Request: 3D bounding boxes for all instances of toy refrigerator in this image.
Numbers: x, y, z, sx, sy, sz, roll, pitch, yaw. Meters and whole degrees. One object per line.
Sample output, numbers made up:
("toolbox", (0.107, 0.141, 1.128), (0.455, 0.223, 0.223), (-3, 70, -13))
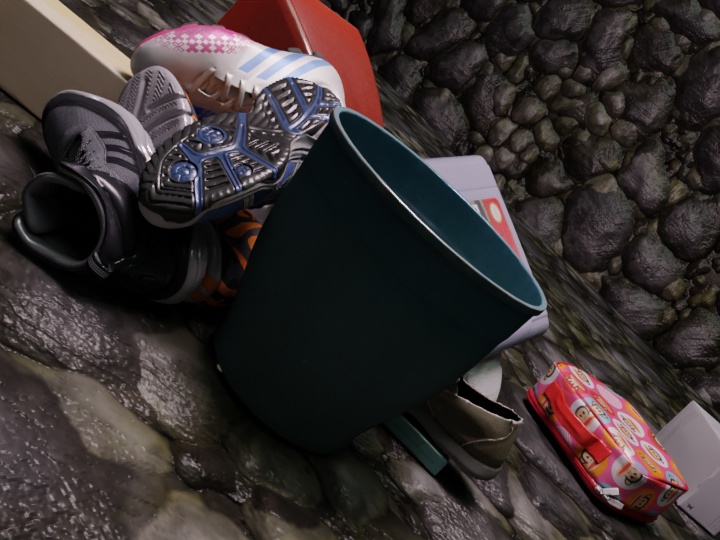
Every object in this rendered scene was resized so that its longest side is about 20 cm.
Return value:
("toy refrigerator", (-0.257, -0.175, 0.698), (0.199, 0.076, 0.070), (39, 16, -10))

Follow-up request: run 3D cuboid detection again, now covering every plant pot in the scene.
("plant pot", (-0.001, 0.021, 0.587), (0.199, 0.188, 0.201), (38, 18, -14))
("plant pot", (-0.084, -0.205, 1.003), (0.199, 0.199, 0.178), (15, 42, -57))

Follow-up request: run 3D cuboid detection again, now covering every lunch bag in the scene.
("lunch bag", (0.300, 0.208, 1.006), (0.175, 0.082, 0.201), (28, 22, -39))

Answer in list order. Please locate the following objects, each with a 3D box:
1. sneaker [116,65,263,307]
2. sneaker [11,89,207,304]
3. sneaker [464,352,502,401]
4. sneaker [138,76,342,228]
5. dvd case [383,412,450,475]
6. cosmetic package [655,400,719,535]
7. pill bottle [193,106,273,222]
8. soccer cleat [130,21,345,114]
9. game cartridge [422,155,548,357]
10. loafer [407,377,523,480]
("sneaker", (-0.135, -0.061, 0.661), (0.112, 0.077, 0.203), (20, 53, -67))
("sneaker", (-0.192, -0.064, 0.560), (0.201, 0.075, 0.113), (51, 16, 21))
("sneaker", (0.081, 0.059, 0.836), (0.075, 0.104, 0.203), (19, 57, -44))
("sneaker", (-0.081, -0.071, 0.586), (0.075, 0.078, 0.200), (34, 41, 16))
("dvd case", (0.046, 0.106, 0.782), (0.146, 0.022, 0.200), (45, 15, 8))
("cosmetic package", (0.537, 0.304, 1.265), (0.081, 0.113, 0.200), (39, 18, -6))
("pill bottle", (-0.134, -0.122, 0.782), (0.200, 0.112, 0.112), (48, 17, 18))
("soccer cleat", (-0.097, -0.159, 0.703), (0.197, 0.070, 0.087), (-1, 56, -32))
("game cartridge", (0.111, -0.018, 0.799), (0.132, 0.041, 0.203), (-13, 79, -43))
("loafer", (0.060, 0.089, 0.698), (0.200, 0.070, 0.075), (42, 17, 2))
